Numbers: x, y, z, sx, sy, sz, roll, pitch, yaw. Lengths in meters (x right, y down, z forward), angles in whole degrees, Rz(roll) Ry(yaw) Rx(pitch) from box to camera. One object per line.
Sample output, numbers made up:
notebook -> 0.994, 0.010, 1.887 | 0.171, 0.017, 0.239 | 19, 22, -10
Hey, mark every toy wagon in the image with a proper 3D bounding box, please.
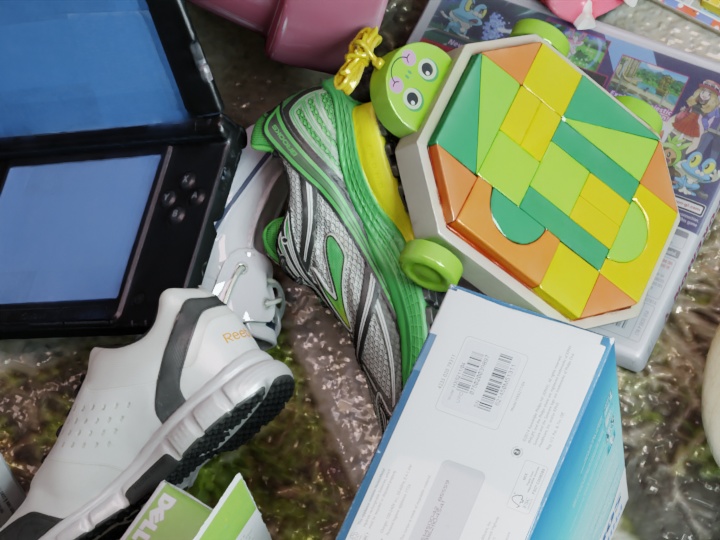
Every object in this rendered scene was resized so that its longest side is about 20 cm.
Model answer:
toy wagon -> 0.074, -0.054, 1.324 | 0.200, 0.040, 0.156 | 37, 63, -21

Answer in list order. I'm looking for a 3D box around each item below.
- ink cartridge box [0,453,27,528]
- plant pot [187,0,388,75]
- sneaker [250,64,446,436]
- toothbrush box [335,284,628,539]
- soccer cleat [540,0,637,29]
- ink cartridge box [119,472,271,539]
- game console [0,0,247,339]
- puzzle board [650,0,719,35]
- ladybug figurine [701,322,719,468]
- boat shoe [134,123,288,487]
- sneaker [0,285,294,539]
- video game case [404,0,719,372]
ink cartridge box -> -0.296, 0.121, 1.352 | 0.200, 0.084, 0.144 | -37, 66, -12
plant pot -> -0.064, -0.218, 1.372 | 0.178, 0.200, 0.201 | 13, 65, -6
sneaker -> 0.000, 0.000, 1.357 | 0.085, 0.078, 0.201 | -16, 88, 14
toothbrush box -> 0.062, 0.121, 1.237 | 0.085, 0.200, 0.147 | 18, 68, 17
soccer cleat -> 0.181, -0.203, 1.443 | 0.199, 0.067, 0.077 | -25, 55, -3
ink cartridge box -> -0.106, 0.172, 1.234 | 0.076, 0.200, 0.148 | 29, 70, 20
game console -> -0.173, -0.065, 1.368 | 0.199, 0.116, 0.177 | -3, 61, 38
puzzle board -> 0.250, -0.213, 1.479 | 0.150, 0.017, 0.200 | 29, 71, 20
ladybug figurine -> 0.255, 0.044, 1.320 | 0.136, 0.072, 0.200 | 37, 75, 23
boat shoe -> -0.071, 0.023, 1.383 | 0.067, 0.074, 0.201 | 23, 81, 14
sneaker -> -0.121, 0.085, 1.313 | 0.200, 0.074, 0.080 | -41, 74, 21
video game case -> 0.098, -0.058, 1.421 | 0.199, 0.023, 0.183 | 21, 69, 18
